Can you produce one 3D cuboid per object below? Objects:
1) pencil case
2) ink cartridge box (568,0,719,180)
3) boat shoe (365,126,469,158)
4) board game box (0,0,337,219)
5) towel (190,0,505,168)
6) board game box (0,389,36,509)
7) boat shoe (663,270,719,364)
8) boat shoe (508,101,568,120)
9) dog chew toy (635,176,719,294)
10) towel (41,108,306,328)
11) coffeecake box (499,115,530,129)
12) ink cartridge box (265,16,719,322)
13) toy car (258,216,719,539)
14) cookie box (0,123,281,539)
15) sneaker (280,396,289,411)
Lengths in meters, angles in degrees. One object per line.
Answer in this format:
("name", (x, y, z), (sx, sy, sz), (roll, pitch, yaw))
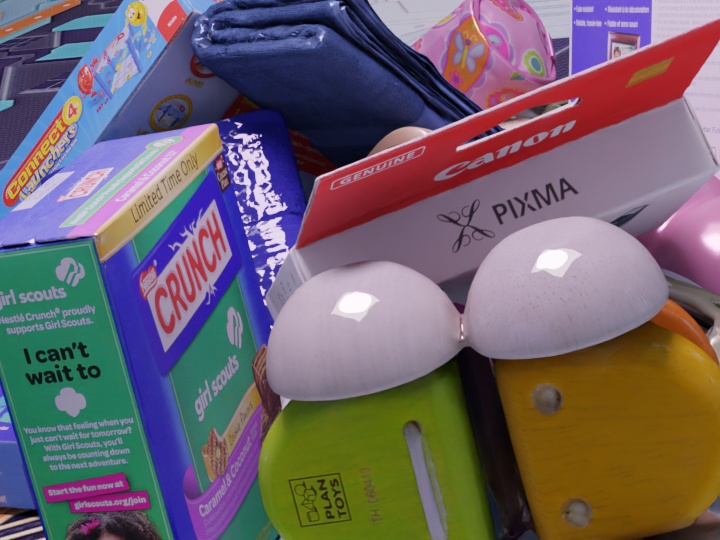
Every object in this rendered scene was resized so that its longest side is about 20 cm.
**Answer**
("pencil case", (0.046, -0.106, 1.546), (0.200, 0.088, 0.087), (-42, -1, 35))
("ink cartridge box", (0.175, -0.149, 1.230), (0.043, 0.202, 0.198), (-6, 9, -24))
("boat shoe", (0.000, 0.000, 1.290), (0.065, 0.200, 0.072), (-2, 45, -53))
("board game box", (-0.098, -0.072, 1.376), (0.199, 0.196, 0.056), (18, 29, -47))
("towel", (-0.002, -0.102, 1.298), (0.111, 0.049, 0.200), (0, -21, 35))
("board game box", (-0.169, 0.076, 1.335), (0.151, 0.045, 0.200), (-2, 20, 38))
("boat shoe", (0.168, 0.050, 1.000), (0.062, 0.073, 0.199), (9, 12, -46))
("boat shoe", (0.141, -0.085, 1.560), (0.072, 0.063, 0.200), (-22, 19, -24))
("dog chew toy", (0.178, 0.013, 1.127), (0.124, 0.125, 0.199), (-26, 28, -33))
("towel", (-0.090, 0.019, 1.255), (0.147, 0.201, 0.050), (-16, -25, 4))
("coffeecake box", (0.086, -0.028, 1.404), (0.153, 0.074, 0.200), (-19, 18, -18))
("ink cartridge box", (0.064, -0.029, 0.992), (0.199, 0.045, 0.176), (-22, -12, -14))
("toy car", (0.058, 0.065, 0.948), (0.198, 0.176, 0.150), (-12, 16, 9))
("cookie box", (-0.101, 0.051, 1.085), (0.075, 0.202, 0.171), (-9, 18, 19))
("sneaker", (0.056, 0.100, 1.052), (0.198, 0.075, 0.100), (4, 63, 10))
